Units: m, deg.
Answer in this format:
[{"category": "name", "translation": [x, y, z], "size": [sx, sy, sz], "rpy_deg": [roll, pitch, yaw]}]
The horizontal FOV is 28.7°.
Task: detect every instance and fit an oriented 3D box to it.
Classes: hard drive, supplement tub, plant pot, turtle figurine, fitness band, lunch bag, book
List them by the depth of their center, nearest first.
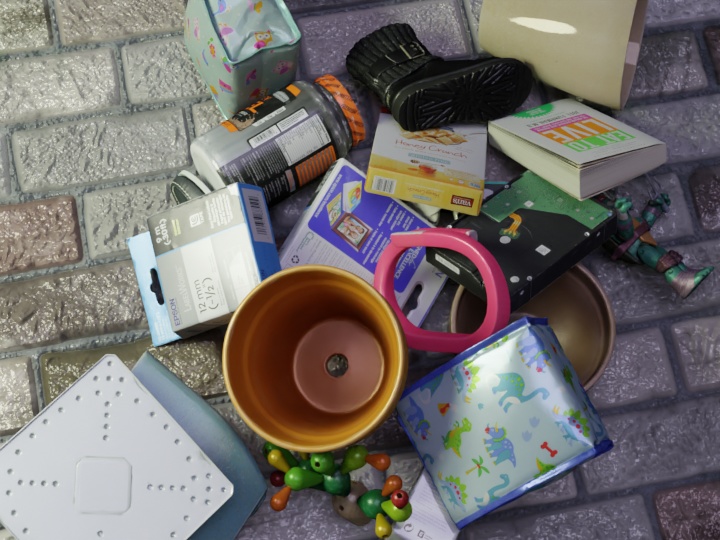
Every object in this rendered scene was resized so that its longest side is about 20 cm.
[{"category": "lunch bag", "translation": [0.153, 0.170, 1.559], "size": [0.199, 0.127, 0.171], "rpy_deg": [-31, 76, 15]}, {"category": "plant pot", "translation": [-0.216, 0.242, 1.580], "size": [0.199, 0.196, 0.197], "rpy_deg": [33, 72, 2]}, {"category": "plant pot", "translation": [-0.037, 0.105, 1.586], "size": [0.198, 0.183, 0.202], "rpy_deg": [-1, 82, 9]}, {"category": "fitness band", "translation": [0.092, 0.023, 1.639], "size": [0.037, 0.199, 0.145], "rpy_deg": [-16, 103, -44]}, {"category": "hard drive", "translation": [0.194, -0.039, 1.686], "size": [0.200, 0.038, 0.139], "rpy_deg": [-36, 52, -28]}, {"category": "plant pot", "translation": [0.203, 0.079, 1.713], "size": [0.199, 0.093, 0.202], "rpy_deg": [2, 71, -4]}, {"category": "supplement tub", "translation": [-0.101, -0.156, 1.756], "size": [0.199, 0.123, 0.123], "rpy_deg": [-32, 76, -14]}, {"category": "book", "translation": [0.269, -0.159, 1.756], "size": [0.133, 0.048, 0.200], "rpy_deg": [-19, 30, -22]}, {"category": "turtle figurine", "translation": [0.353, -0.051, 1.770], "size": [0.200, 0.101, 0.150], "rpy_deg": [45, 33, 9]}, {"category": "lunch bag", "translation": [-0.160, -0.315, 1.782], "size": [0.121, 0.171, 0.201], "rpy_deg": [-22, 70, -15]}, {"category": "plant pot", "translation": [0.260, -0.318, 1.825], "size": [0.198, 0.188, 0.189], "rpy_deg": [12, 70, 15]}]

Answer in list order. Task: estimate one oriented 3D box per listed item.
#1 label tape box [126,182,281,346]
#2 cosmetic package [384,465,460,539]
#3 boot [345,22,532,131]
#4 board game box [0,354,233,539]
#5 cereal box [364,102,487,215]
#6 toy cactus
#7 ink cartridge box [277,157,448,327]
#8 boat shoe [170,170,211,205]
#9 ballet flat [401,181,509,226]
[{"category": "label tape box", "translation": [-0.196, -0.004, 1.671], "size": [0.199, 0.066, 0.144], "rpy_deg": [-19, 80, 22]}, {"category": "cosmetic package", "translation": [0.106, 0.242, 1.646], "size": [0.071, 0.102, 0.201], "rpy_deg": [28, 72, 4]}, {"category": "boot", "translation": [0.101, -0.260, 1.814], "size": [0.210, 0.080, 0.158], "rpy_deg": [-11, 39, -23]}, {"category": "board game box", "translation": [-0.269, 0.225, 1.464], "size": [0.200, 0.026, 0.200], "rpy_deg": [-42, 90, -18]}, {"category": "cereal box", "translation": [0.084, -0.143, 1.749], "size": [0.143, 0.040, 0.200], "rpy_deg": [11, 31, -1]}, {"category": "toy cactus", "translation": [-0.021, 0.256, 1.596], "size": [0.199, 0.165, 0.103], "rpy_deg": [9, 63, 23]}, {"category": "ink cartridge box", "translation": [0.000, 0.000, 1.729], "size": [0.199, 0.043, 0.199], "rpy_deg": [35, 77, -15]}, {"category": "boat shoe", "translation": [-0.184, -0.032, 1.733], "size": [0.060, 0.076, 0.200], "rpy_deg": [-32, 75, -20]}, {"category": "ballet flat", "translation": [0.114, -0.085, 1.777], "size": [0.198, 0.073, 0.074], "rpy_deg": [7, 71, -4]}]
